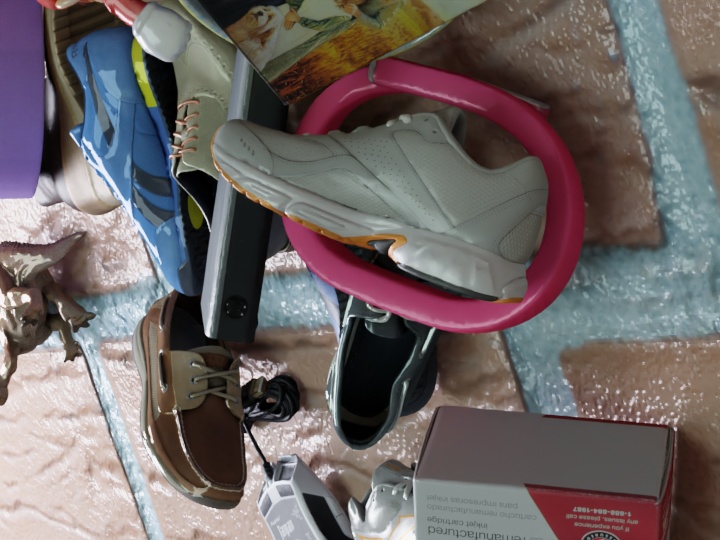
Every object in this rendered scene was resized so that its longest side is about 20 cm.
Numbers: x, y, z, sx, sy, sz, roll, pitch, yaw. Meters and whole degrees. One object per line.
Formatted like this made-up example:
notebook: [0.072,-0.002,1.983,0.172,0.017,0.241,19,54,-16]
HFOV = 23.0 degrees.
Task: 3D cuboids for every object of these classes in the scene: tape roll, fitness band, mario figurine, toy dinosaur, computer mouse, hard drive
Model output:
tape roll: [-0.286,-0.156,1.362,0.200,0.065,0.203,178,90,-74]
fitness band: [0.040,-0.044,1.034,0.199,0.037,0.145,20,98,29]
mario figurine: [-0.142,-0.213,1.198,0.199,0.124,0.107,2,131,39]
toy dinosaur: [-0.306,0.021,1.554,0.136,0.085,0.201,52,138,28]
computer mouse: [-0.045,0.177,1.341,0.110,0.044,0.201,-38,73,49]
hard drive: [-0.071,-0.066,1.124,0.140,0.033,0.202,-128,47,-80]

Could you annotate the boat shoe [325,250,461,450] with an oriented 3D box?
boat shoe: [0.026,0.025,1.101,0.072,0.062,0.201,18,120,-5]

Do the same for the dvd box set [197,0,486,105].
dvd box set: [0.002,-0.184,0.937,0.199,0.030,0.147,-24,127,23]

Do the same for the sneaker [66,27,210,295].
sneaker: [-0.159,-0.077,1.281,0.078,0.066,0.202,-8,109,16]

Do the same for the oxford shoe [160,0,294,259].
oxford shoe: [-0.100,-0.099,1.218,0.071,0.073,0.202,-23,90,57]

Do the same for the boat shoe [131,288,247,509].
boat shoe: [-0.124,0.088,1.323,0.072,0.075,0.201,-57,40,32]

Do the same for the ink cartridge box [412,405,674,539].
ink cartridge box: [0.111,0.192,1.060,0.144,0.083,0.202,3,118,13]

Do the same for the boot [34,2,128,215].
boot: [-0.233,-0.142,1.369,0.166,0.072,0.202,6,107,57]

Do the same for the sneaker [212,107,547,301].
sneaker: [0.014,-0.055,0.986,0.198,0.076,0.093,23,92,16]

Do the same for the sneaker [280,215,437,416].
sneaker: [0.000,0.000,1.174,0.079,0.065,0.202,-97,-16,-69]

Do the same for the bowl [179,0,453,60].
bowl: [-0.019,-0.227,0.992,0.108,0.198,0.201,-87,9,-47]

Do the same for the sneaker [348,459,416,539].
sneaker: [0.045,0.166,1.193,0.200,0.075,0.093,-36,76,53]
